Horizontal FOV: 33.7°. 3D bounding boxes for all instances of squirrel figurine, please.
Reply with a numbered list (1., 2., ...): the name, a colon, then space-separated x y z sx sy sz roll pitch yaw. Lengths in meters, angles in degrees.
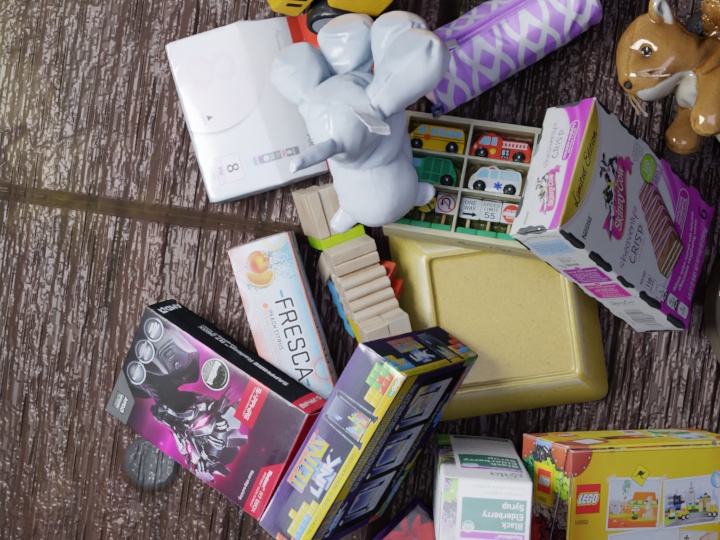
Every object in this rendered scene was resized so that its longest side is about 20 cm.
1. squirrel figurine: 0.346 -0.200 1.133 0.186 0.142 0.200 33 78 10

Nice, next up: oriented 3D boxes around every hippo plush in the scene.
1. hippo plush: 0.022 -0.123 1.069 0.159 0.200 0.161 -23 132 5

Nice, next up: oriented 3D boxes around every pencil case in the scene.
1. pencil case: 0.135 -0.231 1.143 0.200 0.086 0.084 -31 58 -1

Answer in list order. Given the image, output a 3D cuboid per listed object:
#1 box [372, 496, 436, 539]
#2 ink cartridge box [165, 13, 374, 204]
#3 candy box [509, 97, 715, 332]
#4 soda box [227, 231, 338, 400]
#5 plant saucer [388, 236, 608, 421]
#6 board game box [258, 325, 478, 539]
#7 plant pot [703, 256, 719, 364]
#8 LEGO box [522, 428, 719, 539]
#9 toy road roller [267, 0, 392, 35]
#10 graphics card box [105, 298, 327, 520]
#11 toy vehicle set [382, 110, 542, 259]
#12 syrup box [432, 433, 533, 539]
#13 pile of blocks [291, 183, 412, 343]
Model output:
1. box: 0.034 0.345 1.184 0.137 0.039 0.200 45 92 -1
2. ink cartridge box: -0.073 -0.170 1.169 0.199 0.057 0.163 -16 91 6
3. candy box: 0.236 -0.046 1.090 0.200 0.061 0.137 32 66 -32
4. soda box: -0.069 0.065 1.164 0.063 0.068 0.201 -16 92 3
5. plant saucer: 0.138 0.043 1.170 0.199 0.048 0.201 -8 91 1
6. board game box: 0.010 0.153 1.093 0.057 0.165 0.200 36 107 22
7. plant pot: 0.438 0.041 1.102 0.199 0.174 0.201 0 92 2
8. LEGO box: 0.253 0.229 1.120 0.199 0.077 0.150 2 91 -25
9. toy road roller: -0.039 -0.301 1.079 0.145 0.200 0.123 8 76 -23
10. graphics card box: -0.138 0.130 1.134 0.200 0.051 0.126 33 111 19
11. toy vehicle set: 0.130 -0.080 1.148 0.199 0.027 0.125 9 73 7
12. syrup box: 0.109 0.209 1.099 0.078 0.200 0.082 3 92 2
13. pile of blocks: 0.000 0.000 1.158 0.062 0.082 0.201 -20 79 -15
